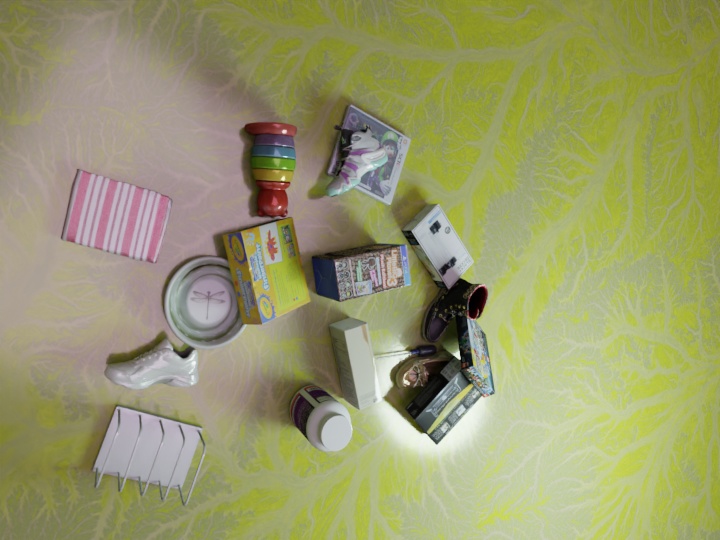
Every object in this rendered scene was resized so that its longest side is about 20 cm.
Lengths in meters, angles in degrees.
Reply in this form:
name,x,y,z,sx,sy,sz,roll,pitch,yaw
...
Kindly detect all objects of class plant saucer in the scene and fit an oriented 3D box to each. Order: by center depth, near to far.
name,x,y,z,sx,sy,sz,roll,pitch,yaw
plant saucer,-0.341,0.071,1.186,0.193,0.050,0.209,-2,94,-25

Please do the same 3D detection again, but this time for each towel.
name,x,y,z,sx,sy,sz,roll,pitch,yaw
towel,-0.509,-0.110,1.107,0.194,0.030,0.152,16,87,-24

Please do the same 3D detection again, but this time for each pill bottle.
name,x,y,z,sx,sy,sz,roll,pitch,yaw
pill bottle,-0.092,0.351,1.244,0.109,0.199,0.117,-2,95,-24

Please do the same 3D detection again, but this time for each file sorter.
name,x,y,z,sx,sy,sz,roll,pitch,yaw
file sorter,-0.445,0.396,1.118,0.195,0.124,0.143,23,83,-24

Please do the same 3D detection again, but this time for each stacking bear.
name,x,y,z,sx,sy,sz,roll,pitch,yaw
stacking bear,-0.201,-0.226,1.207,0.117,0.113,0.209,-2,99,-25

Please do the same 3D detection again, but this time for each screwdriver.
name,x,y,z,sx,sy,sz,roll,pitch,yaw
screwdriver,0.126,0.223,1.434,0.194,0.028,0.030,0,122,-29

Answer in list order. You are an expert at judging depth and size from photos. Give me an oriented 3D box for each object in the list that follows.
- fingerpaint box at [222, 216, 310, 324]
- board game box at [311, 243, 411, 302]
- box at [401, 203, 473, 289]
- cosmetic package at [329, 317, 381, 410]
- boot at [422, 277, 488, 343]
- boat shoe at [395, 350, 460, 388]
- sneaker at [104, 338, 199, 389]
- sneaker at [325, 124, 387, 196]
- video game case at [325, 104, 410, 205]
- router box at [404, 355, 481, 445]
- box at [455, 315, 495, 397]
name,x,y,z,sx,sy,sz,roll,pitch,yaw
fingerpaint box,-0.211,-0.002,1.199,0.165,0.071,0.208,-25,106,-51
board game box,0.000,0.000,1.287,0.194,0.158,0.101,-12,99,-25
box,0.213,-0.066,1.441,0.116,0.060,0.203,-41,110,-17
cosmetic package,-0.013,0.232,1.329,0.069,0.104,0.208,-15,101,-25
boot,0.255,0.110,1.423,0.073,0.149,0.203,37,78,-22
boat shoe,0.187,0.272,1.450,0.194,0.062,0.076,-20,102,-23
sneaker,-0.442,0.194,1.129,0.194,0.077,0.103,4,100,-35
sneaker,-0.035,-0.281,1.278,0.199,0.077,0.142,-41,109,-28
video game case,0.024,-0.294,1.354,0.195,0.023,0.188,21,84,-25
router box,0.233,0.358,1.443,0.200,0.052,0.158,-44,129,-7
box,0.311,0.221,1.438,0.137,0.037,0.204,49,29,-33
